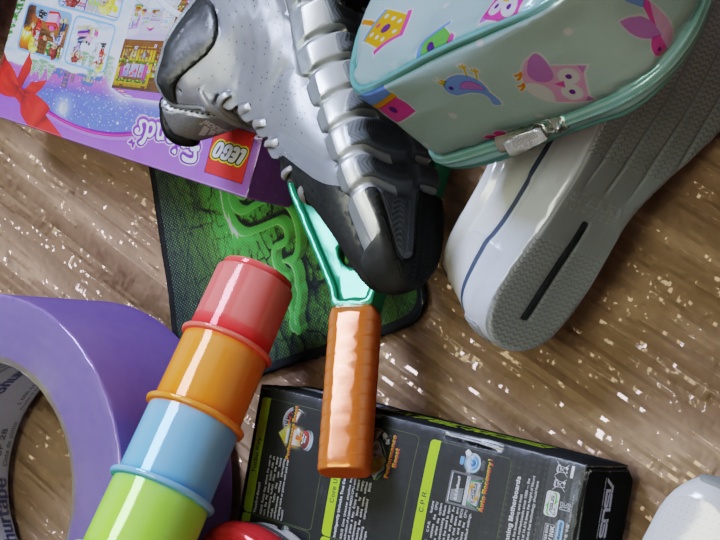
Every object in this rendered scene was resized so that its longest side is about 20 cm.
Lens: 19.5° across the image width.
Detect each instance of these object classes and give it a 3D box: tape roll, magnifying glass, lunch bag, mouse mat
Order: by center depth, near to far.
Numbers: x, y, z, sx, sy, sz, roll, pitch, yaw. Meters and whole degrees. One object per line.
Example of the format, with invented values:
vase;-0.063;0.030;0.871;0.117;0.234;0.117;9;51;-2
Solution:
lunch bag;0.089;-0.137;0.881;0.160;0.077;0.200;-15;42;45
magnifying glass;0.000;0.000;0.993;0.080;0.022;0.200;-3;66;18
mouse mat;-0.046;-0.049;1.076;0.161;0.008;0.200;-20;72;33
tape roll;-0.169;0.113;1.096;0.200;0.085;0.200;-4;84;38

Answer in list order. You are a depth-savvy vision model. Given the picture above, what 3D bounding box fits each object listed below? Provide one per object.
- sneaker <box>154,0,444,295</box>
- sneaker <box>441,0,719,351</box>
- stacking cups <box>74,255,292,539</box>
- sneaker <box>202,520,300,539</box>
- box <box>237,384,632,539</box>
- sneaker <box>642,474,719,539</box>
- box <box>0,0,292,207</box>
sneaker;-0.037;-0.065;0.989;0.115;0.075;0.200;-25;67;25
sneaker;0.099;-0.061;0.931;0.200;0.073;0.071;-53;43;12
stacking cups;-0.082;0.090;0.992;0.060;0.061;0.200;11;65;37
sneaker;-0.054;0.194;0.936;0.077;0.085;0.200;-33;48;30
box;0.020;0.168;0.979;0.193;0.048;0.200;10;91;39
sneaker;0.120;0.183;0.882;0.070;0.080;0.200;20;96;38
box;-0.102;-0.124;1.098;0.200;0.039;0.137;19;95;37
